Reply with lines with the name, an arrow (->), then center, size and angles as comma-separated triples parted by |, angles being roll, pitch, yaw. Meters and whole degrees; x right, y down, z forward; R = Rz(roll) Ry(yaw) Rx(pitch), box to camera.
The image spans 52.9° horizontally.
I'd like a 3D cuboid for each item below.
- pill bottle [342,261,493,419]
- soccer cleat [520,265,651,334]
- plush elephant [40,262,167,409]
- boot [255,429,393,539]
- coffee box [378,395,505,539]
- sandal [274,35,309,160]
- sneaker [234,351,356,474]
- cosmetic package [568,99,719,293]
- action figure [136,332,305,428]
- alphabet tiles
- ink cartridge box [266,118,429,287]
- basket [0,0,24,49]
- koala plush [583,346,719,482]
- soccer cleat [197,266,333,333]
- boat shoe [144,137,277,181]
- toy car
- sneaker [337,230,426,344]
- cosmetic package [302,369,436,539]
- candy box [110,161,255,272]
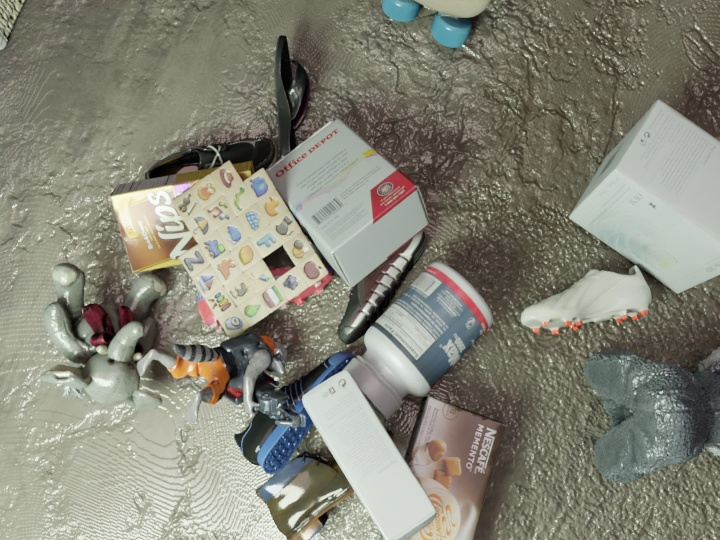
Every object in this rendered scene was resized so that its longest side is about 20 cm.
pill bottle -> 0.074, 0.098, 0.984 | 0.120, 0.120, 0.200 | 44, 81, 9
soccer cleat -> 0.316, 0.041, 1.029 | 0.195, 0.069, 0.079 | -8, 73, -9
plush elephant -> -0.332, 0.105, 0.953 | 0.154, 0.163, 0.204 | 25, 94, 45
boot -> -0.048, 0.266, 0.969 | 0.097, 0.075, 0.200 | 43, 83, 5
coffee box -> 0.108, 0.284, 0.963 | 0.112, 0.080, 0.204 | 19, 78, 4
sandal -> -0.098, -0.248, 1.083 | 0.047, 0.075, 0.205 | -4, 87, 4
sneaker -> -0.089, 0.179, 0.992 | 0.077, 0.071, 0.200 | 25, 59, 36
cosmetic package -> 0.421, -0.090, 0.986 | 0.198, 0.200, 0.124 | 35, 79, 7
action figure -> -0.155, 0.131, 0.927 | 0.197, 0.192, 0.107 | 18, 108, 35
alphabet tiles -> -0.163, -0.036, 0.981 | 0.165, 0.008, 0.202 | -32, 92, 6
ink cartridge box -> -0.022, -0.100, 1.004 | 0.145, 0.083, 0.200 | -37, 51, -7
basket -> -0.618, -0.471, 1.065 | 0.196, 0.199, 0.164 | 19, 74, 4
koala plush -> 0.429, 0.185, 0.953 | 0.195, 0.184, 0.182 | 0, 78, -12
soccer cleat -> -0.137, 0.022, 1.029 | 0.196, 0.067, 0.078 | -21, 74, -2
boat shoe -> -0.217, -0.152, 1.064 | 0.196, 0.068, 0.073 | -17, 76, -6
toy car -> 0.147, -0.489, 1.112 | 0.174, 0.186, 0.201 | 27, 50, 6
sneaker -> 0.000, 0.000, 1.036 | 0.114, 0.076, 0.201 | 33, 70, 13
cosmetic package -> 0.010, 0.234, 0.892 | 0.073, 0.102, 0.202 | -30, 67, -9
candy box -> -0.238, -0.076, 1.024 | 0.195, 0.057, 0.119 | -10, 114, -1
